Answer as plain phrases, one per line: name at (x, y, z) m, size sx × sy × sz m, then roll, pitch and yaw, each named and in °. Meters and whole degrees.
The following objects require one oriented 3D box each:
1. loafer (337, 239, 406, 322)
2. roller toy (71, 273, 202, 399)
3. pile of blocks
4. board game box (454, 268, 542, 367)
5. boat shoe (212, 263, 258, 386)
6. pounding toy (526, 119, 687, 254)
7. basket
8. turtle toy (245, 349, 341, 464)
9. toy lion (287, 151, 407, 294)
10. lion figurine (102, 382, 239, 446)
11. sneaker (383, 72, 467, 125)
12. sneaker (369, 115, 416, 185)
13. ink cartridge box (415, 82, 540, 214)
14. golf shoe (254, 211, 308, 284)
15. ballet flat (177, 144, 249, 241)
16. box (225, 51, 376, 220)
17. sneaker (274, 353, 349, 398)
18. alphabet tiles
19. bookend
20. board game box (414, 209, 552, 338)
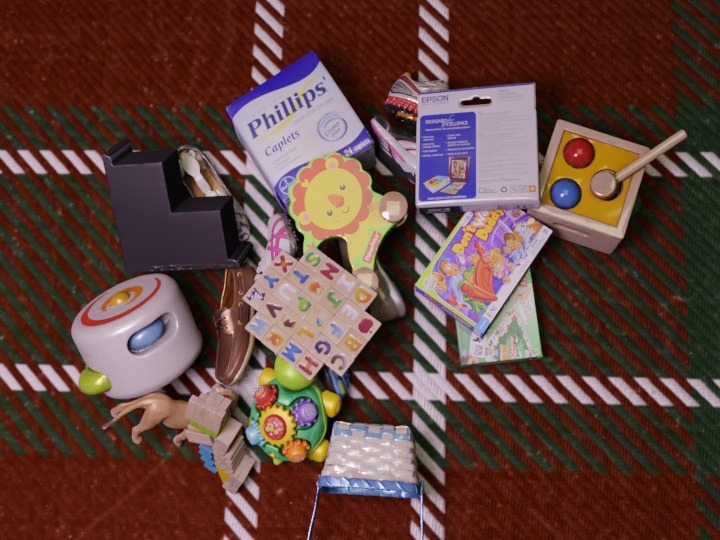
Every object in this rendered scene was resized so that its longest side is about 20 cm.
loafer at (0.000, 0.000, 1.530) m, size 0.069 × 0.075 × 0.202 m, roll -30°, pitch 76°, yaw -7°
roller toy at (-0.350, 0.094, 1.466) m, size 0.180 × 0.201 × 0.141 m, roll -16°, pitch 114°, yaw 14°
pile of blocks at (-0.217, 0.255, 1.454) m, size 0.081 × 0.202 × 0.062 m, roll 7°, pitch 39°, yaw 22°
board game box at (0.216, 0.050, 1.525) m, size 0.132 × 0.029 × 0.204 m, roll -6°, pitch 76°, yaw 2°
boat shoe at (-0.210, 0.083, 1.518) m, size 0.067 × 0.071 × 0.203 m, roll 22°, pitch 70°, yaw -36°
pounding toy at (0.387, -0.145, 1.499) m, size 0.197 × 0.142 × 0.187 m, roll 19°, pitch 79°, yaw 9°
basket at (0.017, 0.336, 1.414) m, size 0.173 × 0.139 × 0.203 m, roll 6°, pitch 69°, yaw 7°
turtle toy at (-0.110, 0.209, 1.447) m, size 0.144 × 0.101 × 0.203 m, roll 18°, pitch 102°, yaw 16°
toy lion at (-0.032, -0.076, 1.476) m, size 0.189 × 0.069 × 0.203 m, roll 21°, pitch 86°, yaw 6°
lion figurine at (-0.290, 0.221, 1.460) m, size 0.122 × 0.199 × 0.073 m, roll -34°, pitch 65°, yaw 30°
sneaker at (0.143, -0.283, 1.585) m, size 0.197 × 0.078 × 0.083 m, roll 20°, pitch 77°, yaw 9°
sneaker at (0.101, -0.193, 1.578) m, size 0.200 × 0.080 × 0.086 m, roll 44°, pitch 71°, yaw 5°
ink cartridge box at (0.187, -0.193, 1.497) m, size 0.194 × 0.047 × 0.203 m, roll -2°, pitch 68°, yaw 13°
golf shoe at (-0.135, -0.018, 1.516) m, size 0.091 × 0.073 × 0.202 m, roll -19°, pitch 45°, yaw 1°
ballet flat at (-0.258, -0.131, 1.585) m, size 0.072 × 0.072 × 0.202 m, roll -34°, pitch 77°, yaw -4°
box at (-0.099, -0.226, 1.577) m, size 0.183 × 0.105 × 0.201 m, roll -33°, pitch 76°, yaw -4°
sneaker at (-0.092, 0.132, 1.518) m, size 0.200 × 0.071 × 0.083 m, roll 46°, pitch 107°, yaw 10°
alphabet tiles at (-0.074, 0.062, 1.413) m, size 0.199 × 0.006 × 0.167 m, roll 36°, pitch 75°, yaw 16°
bookend at (-0.291, -0.108, 1.510) m, size 0.195 × 0.092 × 0.203 m, roll -3°, pitch 113°, yaw 11°
board game box at (0.197, -0.014, 1.504) m, size 0.134 × 0.045 × 0.201 m, roll 34°, pitch 82°, yaw 12°
